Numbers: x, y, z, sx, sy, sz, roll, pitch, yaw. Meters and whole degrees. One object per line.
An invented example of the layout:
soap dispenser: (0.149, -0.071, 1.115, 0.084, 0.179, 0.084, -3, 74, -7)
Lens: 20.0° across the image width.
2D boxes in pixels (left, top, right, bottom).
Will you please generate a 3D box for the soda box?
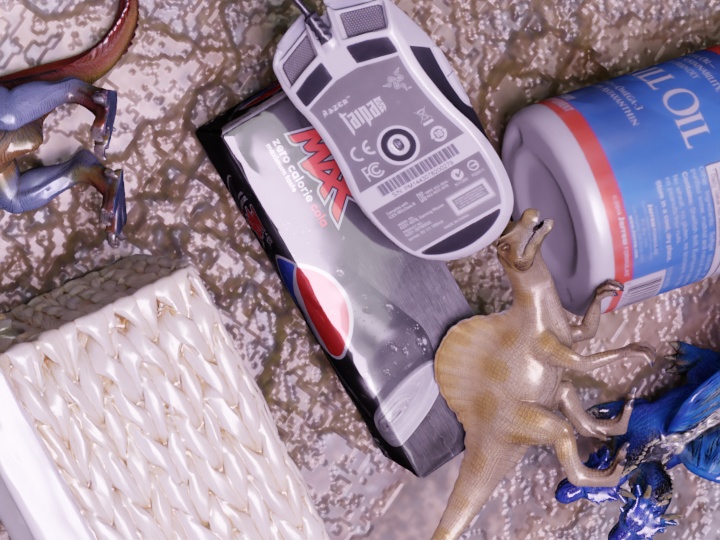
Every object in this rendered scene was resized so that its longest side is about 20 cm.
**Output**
soda box: (0.000, 0.000, 1.013, 0.071, 0.063, 0.200, -33, 103, -11)

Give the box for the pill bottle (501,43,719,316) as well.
pill bottle: (0.182, -0.058, 1.037, 0.200, 0.112, 0.112, -19, 100, -15)

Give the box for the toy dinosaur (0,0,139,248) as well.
toy dinosaur: (-0.203, -0.045, 0.961, 0.181, 0.200, 0.105, 1, 134, 5)

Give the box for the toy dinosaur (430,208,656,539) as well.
toy dinosaur: (0.081, 0.066, 0.989, 0.101, 0.058, 0.200, 16, 105, 4)

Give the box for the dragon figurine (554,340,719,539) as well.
dragon figurine: (0.182, 0.075, 1.054, 0.200, 0.099, 0.059, -31, 103, -12)

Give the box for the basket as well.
basket: (-0.104, 0.100, 0.957, 0.123, 0.136, 0.200, -28, 102, -16)

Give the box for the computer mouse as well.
computer mouse: (-0.001, -0.091, 0.942, 0.110, 0.044, 0.200, -28, 110, 21)
